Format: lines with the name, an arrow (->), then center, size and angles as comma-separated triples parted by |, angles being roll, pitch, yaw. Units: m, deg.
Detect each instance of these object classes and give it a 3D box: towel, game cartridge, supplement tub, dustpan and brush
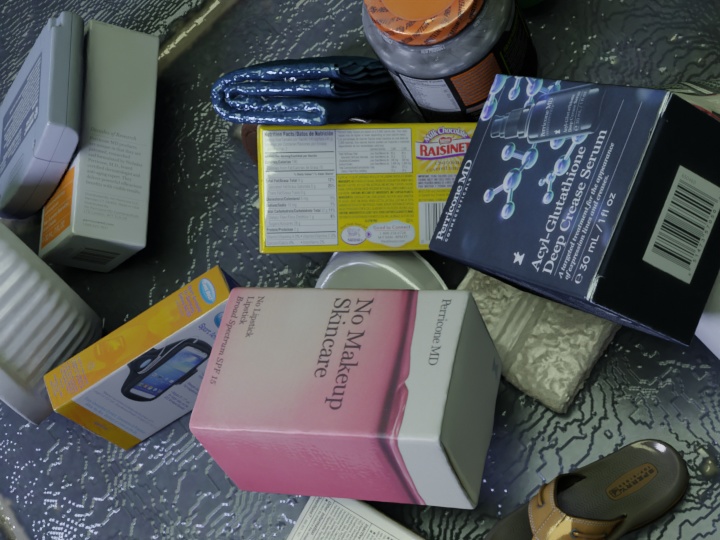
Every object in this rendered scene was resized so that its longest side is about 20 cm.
towel -> -0.041, -0.154, 1.087 | 0.111, 0.200, 0.049 | 3, 102, 17
towel -> 0.165, 0.002, 1.062 | 0.132, 0.034, 0.201 | 31, 85, 24
game cartridge -> -0.294, -0.128, 1.177 | 0.200, 0.041, 0.134 | -35, 55, 54
supplement tub -> 0.074, -0.191, 1.058 | 0.121, 0.200, 0.124 | -5, 72, 15
dustpan and brush -> 0.000, 0.000, 1.087 | 0.139, 0.057, 0.201 | -24, 92, 27

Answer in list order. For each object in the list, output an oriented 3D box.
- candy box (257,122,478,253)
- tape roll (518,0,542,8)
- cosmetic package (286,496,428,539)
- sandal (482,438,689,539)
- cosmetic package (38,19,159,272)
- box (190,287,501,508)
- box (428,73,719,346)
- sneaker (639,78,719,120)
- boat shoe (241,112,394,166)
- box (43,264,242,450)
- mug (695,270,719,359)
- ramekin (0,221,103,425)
candy box -> 0.017, -0.066, 1.041 | 0.198, 0.026, 0.103 | -1, 87, -5
tape roll -> 0.074, -0.287, 1.086 | 0.199, 0.200, 0.049 | 16, 78, 21
cosmetic package -> 0.034, 0.257, 1.006 | 0.199, 0.071, 0.106 | 29, 82, 23
sandal -> 0.164, 0.183, 0.962 | 0.199, 0.055, 0.082 | -29, 52, -15
cosmetic package -> -0.236, -0.110, 1.176 | 0.101, 0.071, 0.202 | -26, 59, 56
box -> -0.007, 0.093, 0.980 | 0.198, 0.109, 0.129 | 0, 55, 22
box -> 0.165, -0.050, 0.944 | 0.200, 0.106, 0.150 | 20, 88, 59
sneaker -> 0.283, -0.118, 1.041 | 0.198, 0.081, 0.075 | 3, 36, 13
boat shoe -> -0.009, -0.105, 1.140 | 0.201, 0.075, 0.075 | 20, 46, 28
box -> -0.151, 0.071, 1.093 | 0.199, 0.119, 0.042 | -33, 58, 5
mug -> 0.337, 0.023, 0.947 | 0.186, 0.149, 0.154 | -37, 75, 11
ramekin -> -0.314, 0.029, 1.121 | 0.200, 0.200, 0.105 | 39, 79, 23
